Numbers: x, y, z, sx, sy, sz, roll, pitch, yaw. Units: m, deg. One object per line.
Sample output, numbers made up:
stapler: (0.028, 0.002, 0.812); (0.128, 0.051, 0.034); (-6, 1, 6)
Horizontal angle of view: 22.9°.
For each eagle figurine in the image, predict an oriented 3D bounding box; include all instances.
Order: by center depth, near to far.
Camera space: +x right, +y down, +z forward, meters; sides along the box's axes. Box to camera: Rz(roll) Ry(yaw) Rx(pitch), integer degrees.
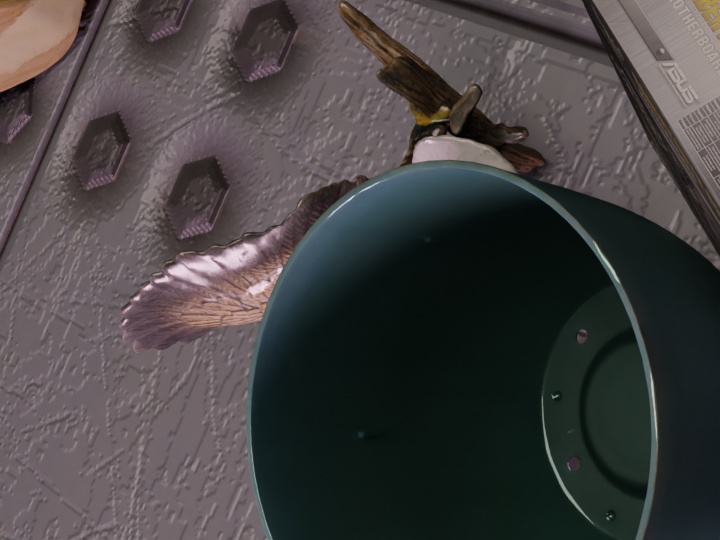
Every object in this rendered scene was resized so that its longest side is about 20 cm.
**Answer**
eagle figurine: (0.002, 0.002, 0.860); (0.151, 0.151, 0.200); (36, 89, 31)

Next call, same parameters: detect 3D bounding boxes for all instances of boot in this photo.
boot: (-0.215, -0.216, 1.161); (0.201, 0.071, 0.145); (-36, 49, 22)

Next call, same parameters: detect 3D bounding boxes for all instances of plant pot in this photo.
plant pot: (0.078, 0.061, 0.730); (0.200, 0.160, 0.202); (-2, 87, 41)

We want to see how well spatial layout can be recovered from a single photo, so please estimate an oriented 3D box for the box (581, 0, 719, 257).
box: (0.158, -0.034, 0.708); (0.048, 0.158, 0.201); (-29, 55, 7)
